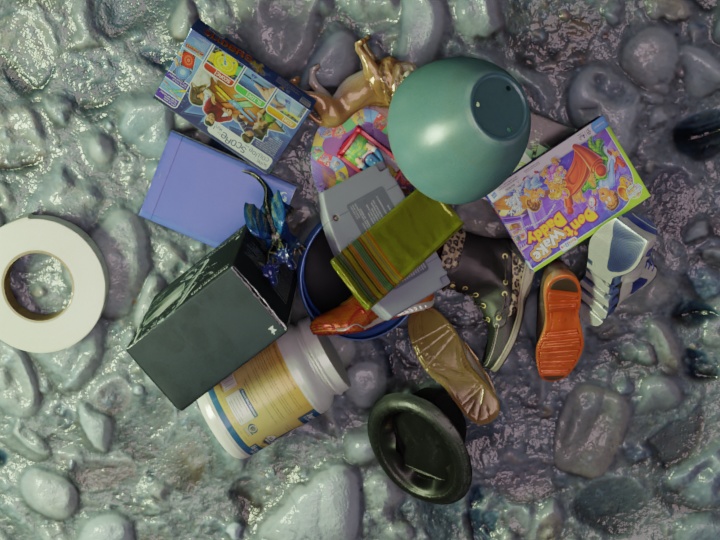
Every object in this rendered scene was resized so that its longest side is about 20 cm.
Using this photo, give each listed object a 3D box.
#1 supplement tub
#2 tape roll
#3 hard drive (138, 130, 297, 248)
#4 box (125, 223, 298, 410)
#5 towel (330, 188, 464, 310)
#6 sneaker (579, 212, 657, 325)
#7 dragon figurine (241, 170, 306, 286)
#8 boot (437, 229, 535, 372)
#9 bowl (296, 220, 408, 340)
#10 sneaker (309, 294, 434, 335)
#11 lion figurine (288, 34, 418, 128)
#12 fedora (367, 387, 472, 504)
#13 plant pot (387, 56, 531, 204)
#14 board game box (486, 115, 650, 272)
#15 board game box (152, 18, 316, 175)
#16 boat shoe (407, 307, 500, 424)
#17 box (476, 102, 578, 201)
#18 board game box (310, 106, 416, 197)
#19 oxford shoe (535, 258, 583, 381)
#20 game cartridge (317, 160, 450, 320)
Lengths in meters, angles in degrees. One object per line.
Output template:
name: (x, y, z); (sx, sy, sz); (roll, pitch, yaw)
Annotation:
supplement tub: (-0.128, 0.168, 1.669); (0.198, 0.145, 0.146); (-30, 102, 4)
tape roll: (-0.471, 0.019, 1.674); (0.199, 0.037, 0.206); (-1, 103, -2)
hard drive: (-0.208, -0.103, 1.665); (0.198, 0.025, 0.134); (23, 100, -7)
box: (-0.201, 0.060, 1.599); (0.199, 0.197, 0.124); (-37, 106, 13)
towel: (0.053, -0.038, 1.582); (0.199, 0.018, 0.086); (-40, 93, -23)
sneaker: (0.387, -0.017, 1.665); (0.081, 0.114, 0.201); (44, 143, 23)
dragon figurine: (-0.125, -0.071, 1.578); (0.058, 0.099, 0.203); (-20, 72, 7)
boot: (0.171, 0.037, 1.691); (0.148, 0.073, 0.203); (16, 97, -7)
bowl: (0.000, 0.000, 1.666); (0.198, 0.039, 0.204); (-5, 104, -20)
sneaker: (0.012, 0.045, 1.630); (0.198, 0.073, 0.078); (-20, 93, -25)
lion figurine: (-0.008, -0.254, 1.624); (0.198, 0.073, 0.124); (-27, 101, 10)
fedora: (0.105, 0.250, 1.710); (0.198, 0.092, 0.203); (22, 132, 25)
plant pot: (0.154, -0.202, 1.533); (0.197, 0.134, 0.204); (4, 80, -25)
board game box: (0.296, -0.110, 1.635); (0.199, 0.045, 0.135); (-33, 94, 3)
board game box: (-0.178, -0.241, 1.602); (0.199, 0.035, 0.136); (34, 127, -9)
boat shoe: (0.140, 0.143, 1.716); (0.073, 0.069, 0.201); (-34, 81, 8)
box: (0.242, -0.159, 1.671); (0.197, 0.036, 0.146); (19, 100, -8)
board game box: (0.025, -0.161, 1.656); (0.197, 0.039, 0.161); (-8, 103, -1)
oxford shoe: (0.297, 0.075, 1.713); (0.070, 0.073, 0.203); (-1, 121, -4)
game cartridge: (0.026, -0.039, 1.601); (0.132, 0.040, 0.202); (-28, 87, -27)
